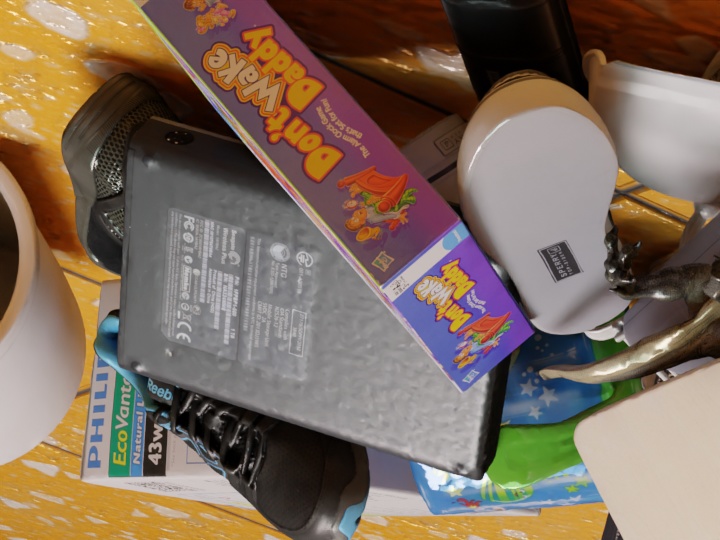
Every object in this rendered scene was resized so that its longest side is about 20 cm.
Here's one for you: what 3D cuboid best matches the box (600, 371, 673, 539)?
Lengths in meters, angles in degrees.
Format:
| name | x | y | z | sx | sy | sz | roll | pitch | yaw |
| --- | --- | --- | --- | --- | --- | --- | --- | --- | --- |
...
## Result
| name | x | y | z | sx | sy | sz | roll | pitch | yaw |
| --- | --- | --- | --- | --- | --- | --- | --- | --- | --- |
| box | 0.228 | 0.138 | 1.487 | 0.117 | 0.197 | 0.200 | 22 | 161 | -17 |

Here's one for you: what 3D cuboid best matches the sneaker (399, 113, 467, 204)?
| name | x | y | z | sx | sy | sz | roll | pitch | yaw |
| --- | --- | --- | --- | --- | --- | --- | --- | --- | --- |
| sneaker | 0.000 | 0.000 | 1.355 | 0.200 | 0.073 | 0.071 | -38 | 85 | 44 |

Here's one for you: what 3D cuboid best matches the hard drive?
| name | x | y | z | sx | sy | sz | roll | pitch | yaw |
| --- | --- | --- | --- | --- | --- | --- | --- | --- | --- |
| hard drive | -0.021 | 0.015 | 1.318 | 0.199 | 0.033 | 0.140 | 17 | 124 | 16 |

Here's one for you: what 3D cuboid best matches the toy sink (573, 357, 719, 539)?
| name | x | y | z | sx | sy | sz | roll | pitch | yaw |
| --- | --- | --- | --- | --- | --- | --- | --- | --- | --- |
| toy sink | 0.210 | 0.119 | 1.194 | 0.130 | 0.112 | 0.200 | -29 | 90 | 49 |

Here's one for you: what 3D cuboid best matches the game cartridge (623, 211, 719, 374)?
| name | x | y | z | sx | sy | sz | roll | pitch | yaw |
| --- | --- | --- | --- | --- | --- | --- | --- | --- | --- |
| game cartridge | 0.237 | 0.022 | 1.216 | 0.199 | 0.042 | 0.133 | 18 | 145 | -21 |

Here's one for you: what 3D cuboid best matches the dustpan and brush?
| name | x | y | z | sx | sy | sz | roll | pitch | yaw |
| --- | --- | --- | --- | --- | --- | --- | --- | --- | --- |
| dustpan and brush | 0.155 | -0.061 | 1.205 | 0.139 | 0.057 | 0.200 | 10 | 156 | -4 |

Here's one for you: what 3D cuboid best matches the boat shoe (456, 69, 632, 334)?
| name | x | y | z | sx | sy | sz | roll | pitch | yaw |
| --- | --- | --- | --- | --- | --- | --- | --- | --- | --- |
| boat shoe | 0.077 | -0.036 | 1.163 | 0.068 | 0.057 | 0.200 | -17 | 152 | 3 |

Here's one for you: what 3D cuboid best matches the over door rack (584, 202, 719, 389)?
| name | x | y | z | sx | sy | sz | roll | pitch | yaw |
| --- | --- | --- | --- | --- | --- | --- | --- | --- | --- |
| over door rack | 0.224 | 0.014 | 1.290 | 0.200 | 0.067 | 0.148 | -21 | 139 | 27 |

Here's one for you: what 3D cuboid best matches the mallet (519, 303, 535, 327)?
| name | x | y | z | sx | sy | sz | roll | pitch | yaw |
| --- | --- | --- | --- | --- | --- | --- | --- | --- | --- |
| mallet | 0.024 | -0.020 | 1.399 | 0.199 | 0.066 | 0.041 | 12 | 151 | 15 |

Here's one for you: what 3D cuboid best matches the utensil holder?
| name | x | y | z | sx | sy | sz | roll | pitch | yaw |
| --- | --- | --- | --- | --- | --- | --- | --- | --- | --- |
| utensil holder | -0.257 | 0.025 | 1.611 | 0.169 | 0.171 | 0.200 | 13 | 164 | 10 |

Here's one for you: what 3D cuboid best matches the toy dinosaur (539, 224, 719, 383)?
| name | x | y | z | sx | sy | sz | roll | pitch | yaw |
| --- | --- | --- | --- | --- | --- | --- | --- | --- | --- |
| toy dinosaur | 0.151 | 0.015 | 1.146 | 0.199 | 0.048 | 0.088 | -13 | 146 | 26 |

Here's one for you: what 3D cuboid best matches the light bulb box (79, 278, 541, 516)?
| name | x | y | z | sx | sy | sz | roll | pitch | yaw |
| --- | --- | --- | --- | --- | --- | --- | --- | --- | --- |
| light bulb box | -0.026 | 0.075 | 1.574 | 0.198 | 0.125 | 0.200 | 13 | 168 | -39 |

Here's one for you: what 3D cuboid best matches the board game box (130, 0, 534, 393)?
| name | x | y | z | sx | sy | sz | roll | pitch | yaw |
| --- | --- | --- | --- | --- | --- | --- | --- | --- | --- |
| board game box | -0.014 | -0.049 | 1.196 | 0.200 | 0.045 | 0.134 | 49 | 178 | 28 |

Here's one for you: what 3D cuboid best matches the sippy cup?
| name | x | y | z | sx | sy | sz | roll | pitch | yaw |
| --- | --- | --- | --- | --- | --- | --- | --- | --- | --- |
| sippy cup | 0.088 | 0.071 | 1.434 | 0.130 | 0.140 | 0.178 | -14 | 156 | 6 |

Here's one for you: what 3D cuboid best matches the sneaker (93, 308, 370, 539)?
| name | x | y | z | sx | sy | sz | roll | pitch | yaw |
| --- | --- | --- | --- | --- | --- | --- | --- | --- | --- |
| sneaker | -0.069 | 0.082 | 1.405 | 0.082 | 0.073 | 0.200 | 9 | -159 | -40 |

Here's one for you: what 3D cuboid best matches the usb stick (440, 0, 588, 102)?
| name | x | y | z | sx | sy | sz | roll | pitch | yaw |
| --- | --- | --- | --- | --- | --- | --- | --- | --- | --- |
| usb stick | 0.074 | -0.090 | 1.200 | 0.055 | 0.033 | 0.200 | 4 | 160 | 14 |

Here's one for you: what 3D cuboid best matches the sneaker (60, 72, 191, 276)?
| name | x | y | z | sx | sy | sz | roll | pitch | yaw |
| --- | --- | --- | --- | --- | --- | --- | --- | --- | --- |
| sneaker | -0.094 | -0.020 | 1.436 | 0.114 | 0.076 | 0.200 | 42 | 164 | 16 |

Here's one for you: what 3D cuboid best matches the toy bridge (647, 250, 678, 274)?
| name | x | y | z | sx | sy | sz | roll | pitch | yaw |
| --- | --- | --- | --- | --- | --- | --- | --- | --- | --- |
| toy bridge | 0.185 | 0.014 | 1.427 | 0.067 | 0.027 | 0.200 | 20 | 162 | -11 |
